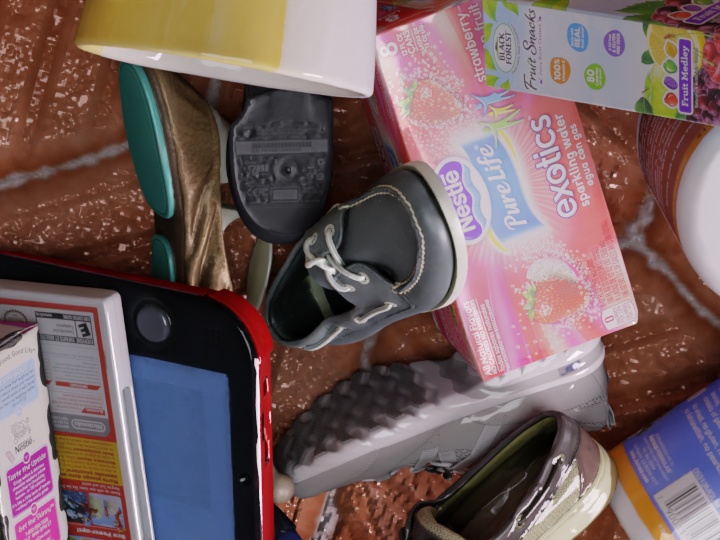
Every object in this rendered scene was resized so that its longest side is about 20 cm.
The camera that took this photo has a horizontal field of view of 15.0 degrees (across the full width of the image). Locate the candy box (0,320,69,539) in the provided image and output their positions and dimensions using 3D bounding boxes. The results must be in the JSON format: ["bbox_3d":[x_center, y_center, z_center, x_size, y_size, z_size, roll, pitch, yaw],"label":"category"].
[{"bbox_3d":[-0.232,0.125,1.492,0.136,0.061,0.200,5,112,28],"label":"candy box"}]

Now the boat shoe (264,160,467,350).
[{"bbox_3d":[0.000,0.000,1.423,0.062,0.200,0.073,-22,83,-21],"label":"boat shoe"}]

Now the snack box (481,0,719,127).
[{"bbox_3d":[0.175,-0.130,1.365,0.142,0.200,0.053,11,115,36],"label":"snack box"}]

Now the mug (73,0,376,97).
[{"bbox_3d":[-0.060,-0.172,1.327,0.149,0.187,0.153,10,91,17],"label":"mug"}]

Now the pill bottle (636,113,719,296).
[{"bbox_3d":[0.203,-0.060,1.410,0.112,0.200,0.112,-1,109,-3],"label":"pill bottle"}]

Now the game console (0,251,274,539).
[{"bbox_3d":[-0.128,0.094,1.490,0.177,0.031,0.200,9,113,22],"label":"game console"}]

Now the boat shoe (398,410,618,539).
[{"bbox_3d":[0.049,0.151,1.479,0.200,0.073,0.065,-45,127,-7],"label":"boat shoe"}]

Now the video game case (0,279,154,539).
[{"bbox_3d":[-0.180,0.101,1.501,0.143,0.017,0.200,5,112,30],"label":"video game case"}]

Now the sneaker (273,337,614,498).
[{"bbox_3d":[0.049,0.093,1.519,0.200,0.075,0.082,-20,116,8],"label":"sneaker"}]

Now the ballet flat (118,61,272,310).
[{"bbox_3d":[-0.084,-0.031,1.481,0.072,0.068,0.200,-14,110,-20],"label":"ballet flat"}]

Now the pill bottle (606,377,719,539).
[{"bbox_3d":[0.240,0.098,1.512,0.200,0.112,0.112,-34,107,7],"label":"pill bottle"}]

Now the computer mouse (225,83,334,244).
[{"bbox_3d":[-0.041,-0.113,1.442,0.059,0.034,0.200,1,101,-15],"label":"computer mouse"}]

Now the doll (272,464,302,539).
[{"bbox_3d":[-0.074,0.151,1.535,0.136,0.048,0.200,-31,102,38],"label":"doll"}]

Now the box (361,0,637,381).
[{"bbox_3d":[0.066,-0.057,1.448,0.095,0.103,0.200,-21,110,-7],"label":"box"}]
